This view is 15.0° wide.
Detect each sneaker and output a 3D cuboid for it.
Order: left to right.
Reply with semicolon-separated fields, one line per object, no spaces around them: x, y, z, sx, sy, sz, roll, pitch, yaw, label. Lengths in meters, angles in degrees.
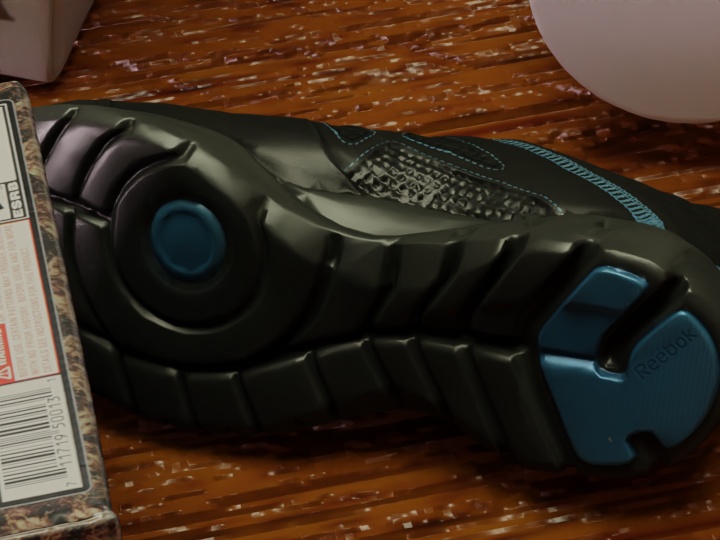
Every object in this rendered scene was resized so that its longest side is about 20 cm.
0.000;0.000;0.658;0.199;0.074;0.082;14;23;17;sneaker

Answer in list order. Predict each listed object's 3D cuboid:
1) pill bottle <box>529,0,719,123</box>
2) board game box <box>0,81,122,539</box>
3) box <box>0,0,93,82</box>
0.106;-0.129;0.778;0.108;0.109;0.200;4;36;14;pill bottle
-0.151;0.057;0.558;0.199;0.097;0.160;-10;35;-7;board game box
-0.160;-0.192;0.804;0.198;0.201;0.172;10;37;4;box
